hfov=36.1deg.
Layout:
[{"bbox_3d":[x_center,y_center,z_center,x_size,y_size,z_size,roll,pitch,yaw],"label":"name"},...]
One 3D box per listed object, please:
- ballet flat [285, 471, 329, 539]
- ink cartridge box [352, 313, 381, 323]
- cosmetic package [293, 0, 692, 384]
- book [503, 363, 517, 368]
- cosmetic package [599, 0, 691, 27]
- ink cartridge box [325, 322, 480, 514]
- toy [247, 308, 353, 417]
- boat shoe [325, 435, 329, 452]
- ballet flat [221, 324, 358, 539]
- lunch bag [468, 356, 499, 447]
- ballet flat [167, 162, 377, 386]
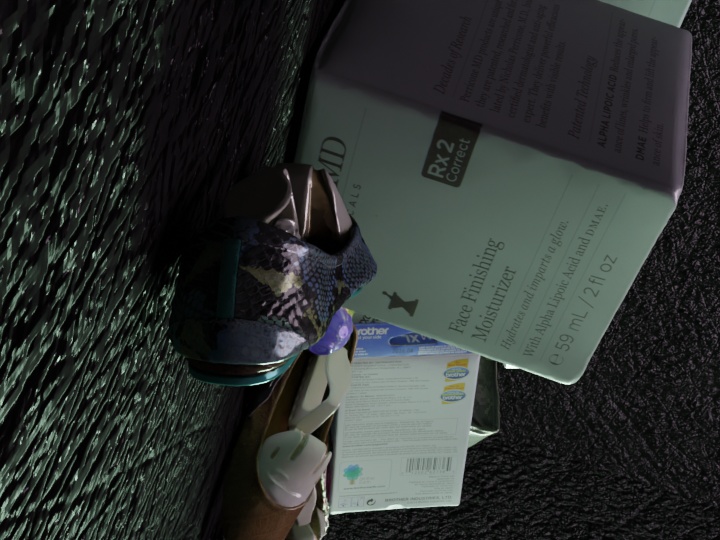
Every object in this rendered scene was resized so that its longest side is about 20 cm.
[{"bbox_3d":[-0.058,0.193,0.913,0.200,0.075,0.064,84,-19,-46],"label":"ballet flat"},{"bbox_3d":[0.037,-0.053,0.976,0.145,0.084,0.200,-55,-174,30],"label":"ink cartridge box"},{"bbox_3d":[0.071,-0.068,0.660,0.165,0.199,0.165,-70,177,-46],"label":"cosmetic package"},{"bbox_3d":[0.132,-0.027,0.952,0.200,0.048,0.134,72,24,-46],"label":"book"},{"bbox_3d":[0.138,-0.270,0.690,0.200,0.199,0.123,104,5,-46],"label":"cosmetic package"},{"bbox_3d":[0.034,0.118,0.939,0.042,0.119,0.201,-106,-163,-56],"label":"ink cartridge box"},{"bbox_3d":[-0.016,0.009,0.798,0.115,0.047,0.201,127,-16,-59],"label":"toy"},{"bbox_3d":[-0.045,0.139,1.036,0.074,0.075,0.200,101,6,-46],"label":"boat shoe"},{"bbox_3d":[-0.043,0.113,0.806,0.072,0.068,0.200,-27,-148,45],"label":"ballet flat"},{"bbox_3d":[0.064,0.075,1.086,0.164,0.117,0.201,127,-30,-64],"label":"lunch bag"},{"bbox_3d":[-0.030,-0.012,0.467,0.200,0.074,0.075,-75,-177,-77],"label":"ballet flat"}]
